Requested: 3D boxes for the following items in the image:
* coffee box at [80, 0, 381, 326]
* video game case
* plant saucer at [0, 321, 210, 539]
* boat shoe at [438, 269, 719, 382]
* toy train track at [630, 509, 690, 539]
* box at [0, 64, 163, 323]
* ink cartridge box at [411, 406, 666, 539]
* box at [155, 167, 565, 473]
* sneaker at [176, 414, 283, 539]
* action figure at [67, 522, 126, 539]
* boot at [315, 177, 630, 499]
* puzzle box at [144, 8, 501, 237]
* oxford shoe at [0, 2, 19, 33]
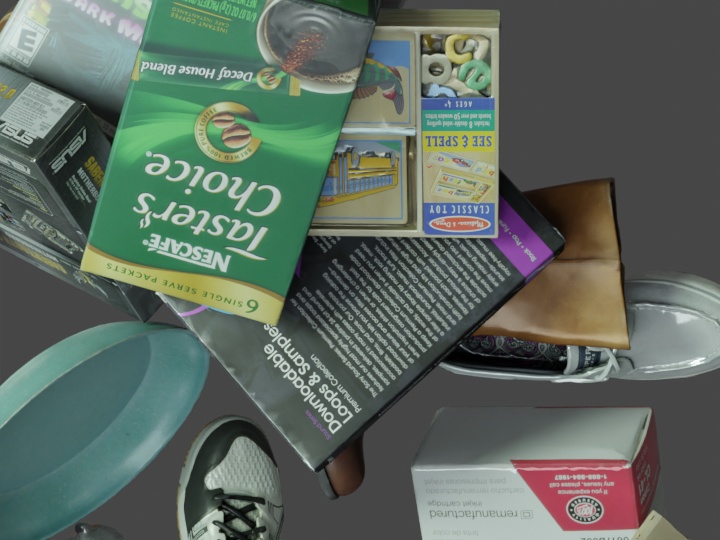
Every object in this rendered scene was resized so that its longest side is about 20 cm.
[{"bbox_3d":[-0.073,-0.074,1.368,0.122,0.044,0.201,17,120,-7],"label":"coffee box"},{"bbox_3d":[-0.098,-0.144,1.488,0.199,0.023,0.183,31,94,1],"label":"video game case"},{"bbox_3d":[-0.182,0.096,1.539,0.036,0.199,0.201,47,122,22],"label":"plant saucer"},{"bbox_3d":[0.136,0.039,1.520,0.198,0.069,0.073,7,116,13],"label":"boat shoe"},{"bbox_3d":[0.231,0.206,1.561,0.200,0.032,0.115,40,85,-33],"label":"toy train track"},{"bbox_3d":[-0.211,-0.063,1.499,0.199,0.048,0.159,25,157,38],"label":"box"},{"bbox_3d":[0.121,0.192,1.589,0.146,0.086,0.202,-3,112,17],"label":"ink cartridge box"},{"bbox_3d":[0.000,0.000,1.455,0.200,0.036,0.143,-41,80,-5],"label":"box"},{"bbox_3d":[-0.077,0.195,1.612,0.075,0.088,0.202,4,88,-21],"label":"sneaker"},{"bbox_3d":[-0.215,0.235,1.660,0.194,0.199,0.105,-54,53,37],"label":"action figure"},{"bbox_3d":[0.062,0.041,1.492,0.198,0.069,0.190,-1,77,7],"label":"boot"},{"bbox_3d":[-0.020,-0.082,1.401,0.198,0.025,0.134,0,120,4],"label":"puzzle box"},{"bbox_3d":[-0.169,-0.071,1.559,0.071,0.071,0.200,-34,103,25],"label":"oxford shoe"}]
